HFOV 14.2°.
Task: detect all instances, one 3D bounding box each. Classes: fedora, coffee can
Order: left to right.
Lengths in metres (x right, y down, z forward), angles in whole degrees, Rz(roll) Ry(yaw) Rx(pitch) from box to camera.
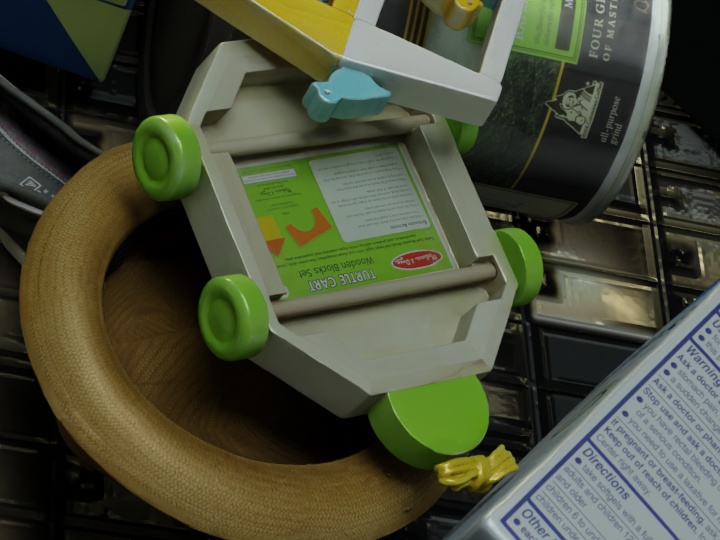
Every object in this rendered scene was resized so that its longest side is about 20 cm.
[{"bbox_3d":[-0.055,0.041,1.151,0.200,0.082,0.201,19,49,-23],"label":"fedora"},{"bbox_3d":[0.017,-0.109,1.266,0.199,0.147,0.147,10,50,-17],"label":"coffee can"}]

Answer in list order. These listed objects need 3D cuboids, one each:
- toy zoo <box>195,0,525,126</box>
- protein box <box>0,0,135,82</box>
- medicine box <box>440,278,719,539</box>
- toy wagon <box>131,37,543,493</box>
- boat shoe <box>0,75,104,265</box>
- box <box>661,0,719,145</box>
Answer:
[{"bbox_3d":[0.009,-0.139,1.175,0.131,0.020,0.201,24,52,-7],"label":"toy zoo"},{"bbox_3d":[-0.171,-0.222,1.270,0.198,0.135,0.201,18,42,-9],"label":"protein box"},{"bbox_3d":[0.136,0.132,1.133,0.182,0.103,0.200,48,48,2],"label":"medicine box"},{"bbox_3d":[0.000,0.000,1.128,0.155,0.040,0.201,-10,70,-39],"label":"toy wagon"},{"bbox_3d":[-0.164,-0.064,1.210,0.200,0.057,0.067,37,48,7],"label":"boat shoe"},{"bbox_3d":[0.245,-0.093,1.370,0.200,0.122,0.106,46,48,16],"label":"box"}]
